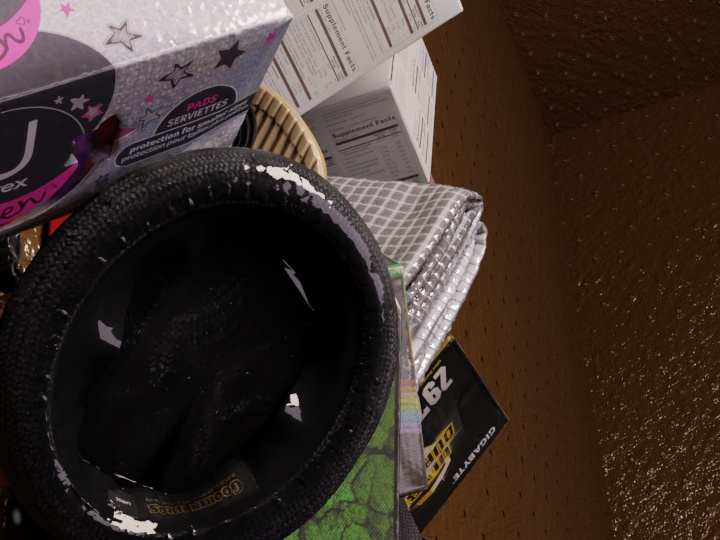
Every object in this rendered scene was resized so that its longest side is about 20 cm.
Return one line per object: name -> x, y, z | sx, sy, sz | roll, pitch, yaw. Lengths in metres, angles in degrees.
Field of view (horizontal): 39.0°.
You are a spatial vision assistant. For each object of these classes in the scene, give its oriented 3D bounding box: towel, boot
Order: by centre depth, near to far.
boot -> -0.072, -0.081, 0.771 | 0.199, 0.073, 0.166 | 36, -4, 30
towel -> 0.000, 0.000, 0.855 | 0.201, 0.163, 0.087 | -56, 143, -40

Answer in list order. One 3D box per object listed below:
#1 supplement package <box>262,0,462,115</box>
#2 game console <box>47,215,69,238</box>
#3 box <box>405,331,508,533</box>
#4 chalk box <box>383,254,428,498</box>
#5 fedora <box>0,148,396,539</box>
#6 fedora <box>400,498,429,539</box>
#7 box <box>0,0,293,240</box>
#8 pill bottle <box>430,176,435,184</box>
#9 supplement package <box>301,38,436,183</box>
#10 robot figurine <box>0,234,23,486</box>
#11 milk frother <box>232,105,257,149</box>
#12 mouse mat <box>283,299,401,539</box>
supplement package -> -0.052, -0.245, 0.836 | 0.152, 0.198, 0.152 | 60, -5, -37
game console -> -0.151, -0.026, 0.724 | 0.200, 0.031, 0.179 | 48, 27, -56
box -> 0.032, 0.162, 0.888 | 0.049, 0.201, 0.160 | 30, -15, 42
chalk box -> -0.042, 0.047, 0.669 | 0.124, 0.122, 0.204 | -147, -133, -64
fedora -> -0.082, 0.039, 0.494 | 0.091, 0.198, 0.204 | 10, -58, 64
fedora -> -0.014, 0.203, 0.677 | 0.201, 0.197, 0.093 | -62, 151, -64
box -> -0.150, -0.099, 0.434 | 0.198, 0.115, 0.133 | -26, 75, -34
pill bottle -> 0.033, -0.082, 1.170 | 0.115, 0.112, 0.202 | -81, 150, -51
supplement package -> -0.014, -0.169, 1.030 | 0.202, 0.153, 0.112 | -81, 151, -50
robot figurine -> -0.202, 0.000, 0.490 | 0.145, 0.057, 0.204 | 33, 46, -65
milk frother -> -0.147, -0.172, 0.662 | 0.190, 0.177, 0.202 | -82, 177, -47
mouse mat -> -0.053, 0.098, 0.557 | 0.008, 0.158, 0.204 | 125, -32, -65
